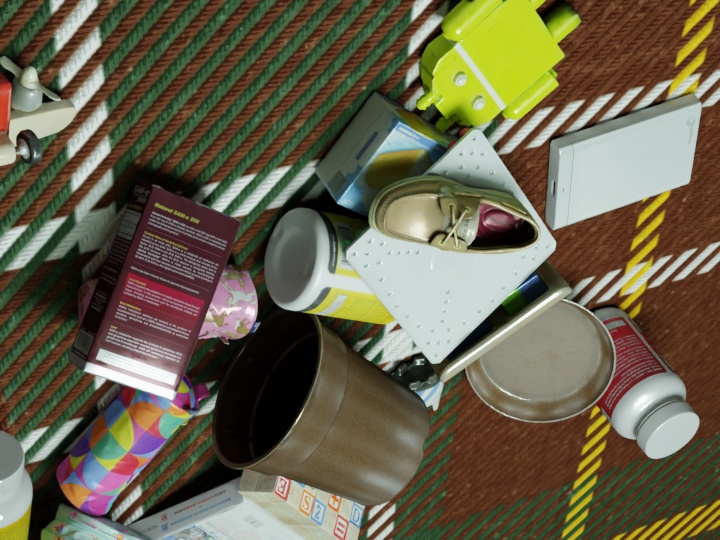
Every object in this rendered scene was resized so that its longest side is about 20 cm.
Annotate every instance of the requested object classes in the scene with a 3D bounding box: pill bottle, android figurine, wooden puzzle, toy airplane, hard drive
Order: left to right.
[{"bbox_3d":[-0.371,-0.122,1.220,0.198,0.142,0.200,-26,175,8],"label":"toy airplane"},{"bbox_3d":[-0.433,0.280,1.553,0.112,0.113,0.201,-5,132,-27],"label":"pill bottle"},{"bbox_3d":[0.000,0.000,1.551,0.199,0.115,0.115,11,123,-37],"label":"pill bottle"},{"bbox_3d":[0.143,0.033,1.629,0.185,0.200,0.046,-36,111,4],"label":"wooden puzzle"},{"bbox_3d":[0.145,-0.232,1.473,0.200,0.041,0.182,-40,138,4],"label":"android figurine"},{"bbox_3d":[0.324,-0.133,1.685,0.198,0.027,0.133,-19,136,-15],"label":"hard drive"},{"bbox_3d":[0.368,0.154,1.847,0.111,0.200,0.113,-17,137,-17],"label":"pill bottle"}]

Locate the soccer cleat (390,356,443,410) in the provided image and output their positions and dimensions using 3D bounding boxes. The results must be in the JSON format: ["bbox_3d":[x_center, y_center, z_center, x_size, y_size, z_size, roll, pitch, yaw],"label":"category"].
[{"bbox_3d":[0.020,0.182,1.762,0.198,0.070,0.087,-18,132,-17],"label":"soccer cleat"}]

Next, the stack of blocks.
[{"bbox_3d":[-0.067,0.270,1.754,0.058,0.116,0.200,-4,149,32],"label":"stack of blocks"}]

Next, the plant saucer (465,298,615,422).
[{"bbox_3d":[0.237,0.113,1.804,0.198,0.032,0.202,3,120,5],"label":"plant saucer"}]

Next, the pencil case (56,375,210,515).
[{"bbox_3d":[-0.270,0.196,1.597,0.200,0.089,0.088,-45,136,16],"label":"pencil case"}]

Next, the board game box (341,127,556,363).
[{"bbox_3d":[0.099,-0.027,1.507,0.200,0.026,0.200,-43,125,-5],"label":"board game box"}]

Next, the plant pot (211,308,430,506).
[{"bbox_3d":[-0.038,0.174,1.596,0.198,0.201,0.200,31,110,-31],"label":"plant pot"}]

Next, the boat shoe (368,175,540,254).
[{"bbox_3d":[0.105,-0.055,1.440,0.198,0.066,0.075,0,112,-29],"label":"boat shoe"}]

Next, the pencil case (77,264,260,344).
[{"bbox_3d":[-0.212,0.043,1.490,0.198,0.087,0.083,-4,166,-27],"label":"pencil case"}]

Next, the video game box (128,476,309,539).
[{"bbox_3d":[-0.175,0.356,1.795,0.181,0.047,0.200,-27,140,16],"label":"video game box"}]

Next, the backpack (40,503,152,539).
[{"bbox_3d":[-0.309,0.366,1.642,0.200,0.166,0.128,37,62,-44],"label":"backpack"}]

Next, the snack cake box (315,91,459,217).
[{"bbox_3d":[0.061,-0.104,1.524,0.199,0.067,0.115,22,113,-42],"label":"snack cake box"}]

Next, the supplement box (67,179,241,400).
[{"bbox_3d":[-0.212,0.020,1.406,0.108,0.061,0.202,23,87,-29],"label":"supplement box"}]
